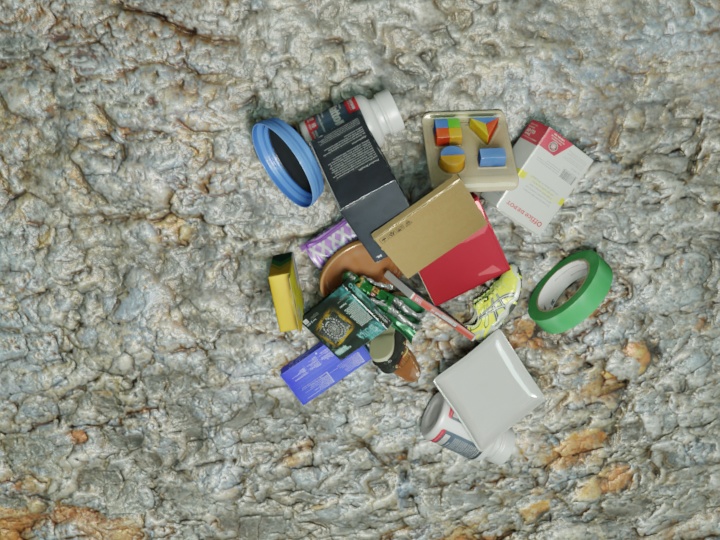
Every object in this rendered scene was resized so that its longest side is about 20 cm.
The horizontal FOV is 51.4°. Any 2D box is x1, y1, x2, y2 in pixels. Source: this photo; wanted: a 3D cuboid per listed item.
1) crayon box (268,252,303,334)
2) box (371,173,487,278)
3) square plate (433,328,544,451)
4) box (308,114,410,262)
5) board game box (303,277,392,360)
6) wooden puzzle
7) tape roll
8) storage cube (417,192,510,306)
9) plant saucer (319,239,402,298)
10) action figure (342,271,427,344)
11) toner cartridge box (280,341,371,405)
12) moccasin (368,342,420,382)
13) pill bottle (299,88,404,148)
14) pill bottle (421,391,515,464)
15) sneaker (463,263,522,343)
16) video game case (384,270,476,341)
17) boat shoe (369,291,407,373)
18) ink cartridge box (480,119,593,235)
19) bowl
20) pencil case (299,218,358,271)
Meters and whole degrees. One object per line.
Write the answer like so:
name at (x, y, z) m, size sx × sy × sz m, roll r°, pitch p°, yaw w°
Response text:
crayon box at (-0.158, 0.048, 1.603) m, size 0.050 × 0.200 × 0.128 m, roll -10°, pitch 105°, yaw -1°
box at (0.138, -0.081, 1.458) m, size 0.199 × 0.021 × 0.164 m, roll -35°, pitch 141°, yaw 7°
square plate at (0.289, 0.268, 1.685) m, size 0.200 × 0.028 × 0.199 m, roll -35°, pitch 95°, yaw -14°
box at (0.014, -0.160, 1.478) m, size 0.123 × 0.197 × 0.200 m, roll -27°, pitch 145°, yaw 7°
board game box at (-0.035, 0.110, 1.614) m, size 0.135 × 0.028 × 0.200 m, roll 45°, pitch 139°, yaw -6°
wooden puzzle at (0.229, -0.258, 1.565) m, size 0.184 × 0.046 × 0.201 m, roll -2°, pitch 61°, yaw -3°
tape roll at (0.458, 0.046, 1.640) m, size 0.048 × 0.201 × 0.201 m, roll 41°, pitch 99°, yaw -13°
storage cube at (0.193, -0.060, 1.611) m, size 0.179 × 0.171 × 0.201 m, roll -27°, pitch 106°, yaw 6°
plant saucer at (0.000, 0.000, 1.642) m, size 0.199 × 0.038 × 0.201 m, roll -15°, pitch 138°, yaw -14°
action figure at (0.046, 0.062, 1.601) m, size 0.199 × 0.118 × 0.055 m, roll 31°, pitch 131°, yaw -4°
toner cartridge box at (-0.079, 0.216, 1.735) m, size 0.199 × 0.043 × 0.095 m, roll -34°, pitch 105°, yaw 6°
moccasin at (0.070, 0.180, 1.716) m, size 0.073 × 0.078 × 0.202 m, roll -32°, pitch 105°, yaw 5°
pill bottle at (-0.016, -0.295, 1.559) m, size 0.199 × 0.120 × 0.120 m, roll -26°, pitch 105°, yaw 3°
pill bottle at (0.254, 0.375, 1.752) m, size 0.199 × 0.120 × 0.120 m, roll 27°, pitch 102°, yaw -10°
sneaker at (0.303, 0.074, 1.704) m, size 0.076 × 0.075 × 0.201 m, roll 22°, pitch 102°, yaw -11°
video game case at (0.152, 0.077, 1.633) m, size 0.200 × 0.143 × 0.017 m, roll 34°, pitch 95°, yaw -29°
boat shoe at (0.068, 0.134, 1.651) m, size 0.073 × 0.202 × 0.063 m, roll -7°, pitch 135°, yaw 25°
ink cartridge box at (0.377, -0.198, 1.612) m, size 0.145 × 0.083 × 0.201 m, roll 28°, pitch 102°, yaw -29°
bowl at (-0.147, -0.223, 1.538) m, size 0.039 × 0.200 × 0.201 m, roll -37°, pitch 106°, yaw -20°
pencil case at (-0.028, -0.080, 1.634) m, size 0.200 × 0.084 × 0.086 m, roll -37°, pitch 141°, yaw 5°
